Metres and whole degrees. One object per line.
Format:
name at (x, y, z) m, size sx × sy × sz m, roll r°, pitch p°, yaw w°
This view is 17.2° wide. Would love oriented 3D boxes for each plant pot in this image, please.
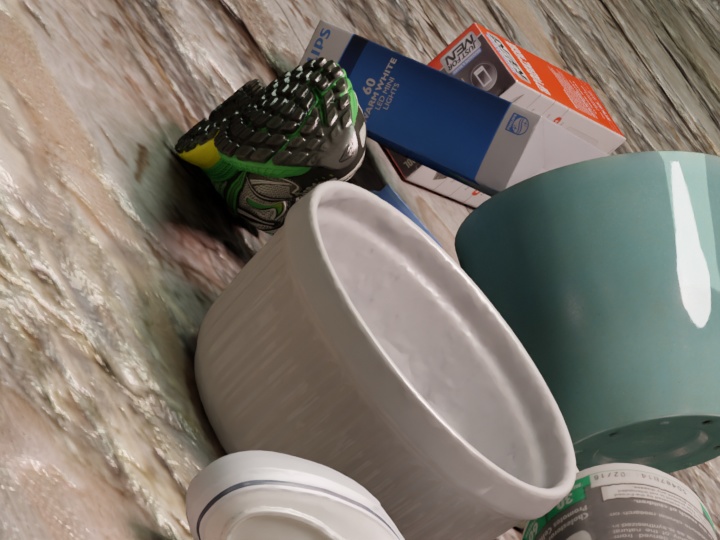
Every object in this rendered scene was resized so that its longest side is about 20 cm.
plant pot at (0.171, 0.039, 1.517) m, size 0.200 × 0.200 × 0.162 m, roll 25°, pitch 50°, yaw -53°

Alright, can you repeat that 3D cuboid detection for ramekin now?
ramekin at (0.007, 0.064, 1.205) m, size 0.200 × 0.105 × 0.200 m, roll 43°, pitch 19°, yaw -19°

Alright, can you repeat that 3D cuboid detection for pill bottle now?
pill bottle at (0.146, 0.198, 1.256) m, size 0.113 × 0.113 × 0.200 m, roll 43°, pitch 18°, yaw -20°

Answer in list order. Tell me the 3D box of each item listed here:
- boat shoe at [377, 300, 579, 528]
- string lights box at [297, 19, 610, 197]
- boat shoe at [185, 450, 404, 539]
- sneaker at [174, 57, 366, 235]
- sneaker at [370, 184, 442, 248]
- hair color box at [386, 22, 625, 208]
boat shoe at (0.062, 0.070, 1.372) m, size 0.201 × 0.070 × 0.072 m, roll 52°, pitch 14°, yaw -38°
string lights box at (0.058, -0.096, 1.588) m, size 0.199 × 0.059 × 0.103 m, roll 28°, pitch 2°, yaw 36°
boat shoe at (0.003, 0.153, 1.063) m, size 0.200 × 0.073 × 0.067 m, roll 39°, pitch 18°, yaw -34°
sneaker at (-0.034, -0.062, 1.309) m, size 0.085 × 0.078 × 0.200 m, roll 50°, pitch -11°, yaw -12°
sneaker at (0.000, 0.000, 1.394) m, size 0.070 × 0.078 × 0.200 m, roll 49°, pitch -4°, yaw 6°
hair color box at (0.104, -0.105, 1.771) m, size 0.064 × 0.111 × 0.200 m, roll 57°, pitch 18°, yaw 24°
